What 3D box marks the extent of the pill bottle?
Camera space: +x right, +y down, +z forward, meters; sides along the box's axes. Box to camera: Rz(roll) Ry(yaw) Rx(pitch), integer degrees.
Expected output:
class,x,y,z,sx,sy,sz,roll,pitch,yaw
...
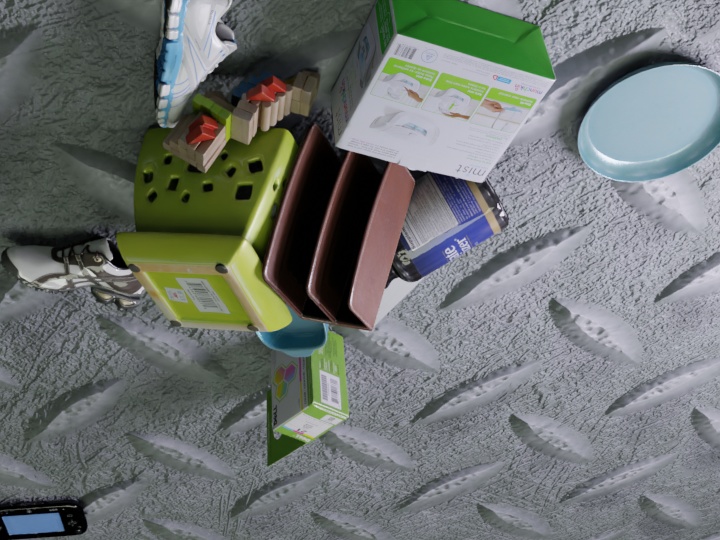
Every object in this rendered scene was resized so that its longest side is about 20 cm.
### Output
class,x,y,z,sx,sy,sz,roll,pitch,yaw
pill bottle,0.080,-0.056,1.325,0.198,0.113,0.112,-31,139,6

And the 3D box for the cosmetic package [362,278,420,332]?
class,x,y,z,sx,sy,sz,roll,pitch,yaw
cosmetic package,0.000,0.000,1.471,0.149,0.052,0.200,20,135,-26

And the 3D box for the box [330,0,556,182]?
class,x,y,z,sx,sy,sz,roll,pitch,yaw
box,0.088,-0.206,1.181,0.197,0.098,0.177,10,140,-20

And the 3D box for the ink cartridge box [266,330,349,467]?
class,x,y,z,sx,sy,sz,roll,pitch,yaw
ink cartridge box,-0.112,0.199,1.631,0.075,0.150,0.199,26,133,-34

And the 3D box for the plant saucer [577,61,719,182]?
class,x,y,z,sx,sy,sz,roll,pitch,yaw
plant saucer,0.368,-0.188,1.301,0.196,0.028,0.201,-4,143,-3

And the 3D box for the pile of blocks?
class,x,y,z,sx,sy,sz,roll,pitch,yaw
pile of blocks,-0.130,-0.190,1.159,0.199,0.082,0.062,-32,162,-22

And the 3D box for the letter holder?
class,x,y,z,sx,sy,sz,roll,pitch,yaw
letter holder,-0.025,-0.054,1.216,0.099,0.203,0.142,8,159,24

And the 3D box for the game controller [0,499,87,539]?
class,x,y,z,sx,sy,sz,roll,pitch,yaw
game controller,-0.632,0.484,2.014,0.196,0.043,0.105,-4,142,-4

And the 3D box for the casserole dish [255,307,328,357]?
class,x,y,z,sx,sy,sz,roll,pitch,yaw
casserole dish,-0.109,0.029,1.444,0.119,0.039,0.202,-5,119,29

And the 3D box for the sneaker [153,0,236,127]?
class,x,y,z,sx,sy,sz,roll,pitch,yaw
sneaker,-0.180,-0.231,1.136,0.085,0.076,0.201,-1,144,-20

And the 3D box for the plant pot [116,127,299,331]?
class,x,y,z,sx,sy,sz,roll,pitch,yaw
plant pot,-0.166,-0.041,1.249,0.196,0.184,0.201,3,146,20

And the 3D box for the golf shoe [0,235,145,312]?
class,x,y,z,sx,sy,sz,roll,pitch,yaw
golf shoe,-0.378,-0.015,1.396,0.197,0.078,0.095,14,121,-27
